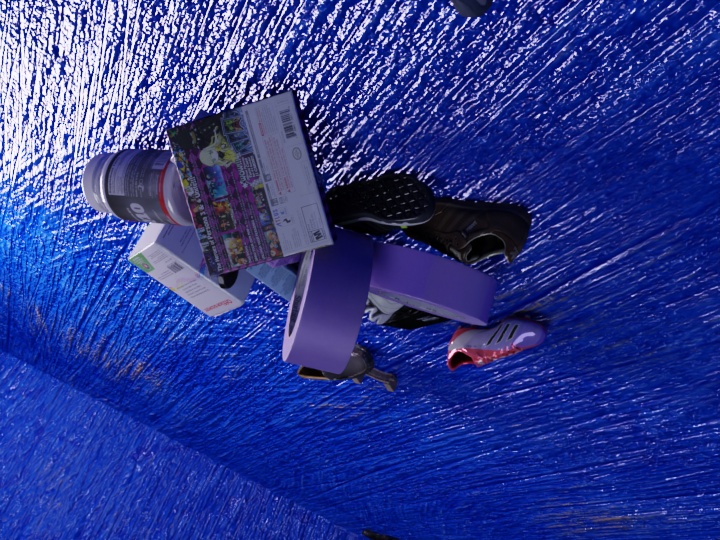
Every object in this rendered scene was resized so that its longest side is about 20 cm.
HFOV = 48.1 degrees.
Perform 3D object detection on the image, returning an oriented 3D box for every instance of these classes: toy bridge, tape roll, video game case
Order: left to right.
[{"bbox_3d":[-0.141,-0.111,1.049,0.178,0.036,0.204,-15,98,11],"label":"video game case"},{"bbox_3d":[-0.048,0.039,1.147,0.083,0.204,0.200,13,154,-10],"label":"tape roll"},{"bbox_3d":[-0.013,0.214,1.712,0.197,0.028,0.068,7,146,32],"label":"toy bridge"},{"bbox_3d":[0.097,0.021,1.176,0.196,0.067,0.200,18,174,2],"label":"tape roll"}]

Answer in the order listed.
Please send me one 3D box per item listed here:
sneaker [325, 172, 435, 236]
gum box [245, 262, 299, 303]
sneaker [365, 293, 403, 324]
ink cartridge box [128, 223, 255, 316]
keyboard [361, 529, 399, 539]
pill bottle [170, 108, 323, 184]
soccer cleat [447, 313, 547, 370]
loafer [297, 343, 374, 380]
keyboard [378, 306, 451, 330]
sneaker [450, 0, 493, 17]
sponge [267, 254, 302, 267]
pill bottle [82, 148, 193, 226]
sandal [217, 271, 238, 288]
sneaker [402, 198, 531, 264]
[{"bbox_3d":[0.033,-0.088,1.134,0.197,0.073,0.082,5,164,40],"label":"sneaker"},{"bbox_3d":[-0.120,0.007,1.323,0.199,0.045,0.170,39,-177,-29],"label":"gum box"},{"bbox_3d":[0.000,0.000,1.303,0.080,0.076,0.199,-30,122,34],"label":"sneaker"},{"bbox_3d":[-0.308,-0.011,1.493,0.199,0.085,0.144,37,150,-23],"label":"ink cartridge box"},{"bbox_3d":[0.088,0.987,2.973,0.197,0.021,0.127,0,150,36],"label":"keyboard"},{"bbox_3d":[-0.160,-0.136,1.133,0.198,0.114,0.112,32,151,-15],"label":"pill bottle"},{"bbox_3d":[0.221,0.124,1.321,0.066,0.077,0.198,39,149,-28],"label":"soccer cleat"},{"bbox_3d":[-0.050,0.197,1.640,0.198,0.072,0.074,-18,96,49],"label":"loafer"},{"bbox_3d":[0.107,0.063,1.369,0.103,0.040,0.199,13,160,-33],"label":"keyboard"},{"bbox_3d":[0.111,-0.298,0.688,0.081,0.071,0.201,14,152,23],"label":"sneaker"},{"bbox_3d":[-0.141,-0.051,1.221,0.111,0.030,0.200,34,-172,7],"label":"sponge"},{"bbox_3d":[-0.336,-0.133,1.272,0.197,0.115,0.114,6,148,30],"label":"pill bottle"},{"bbox_3d":[-0.219,-0.068,1.217,0.044,0.204,0.075,-11,167,7],"label":"sandal"},{"bbox_3d":[0.131,-0.049,1.095,0.197,0.077,0.071,-1,144,38],"label":"sneaker"}]
